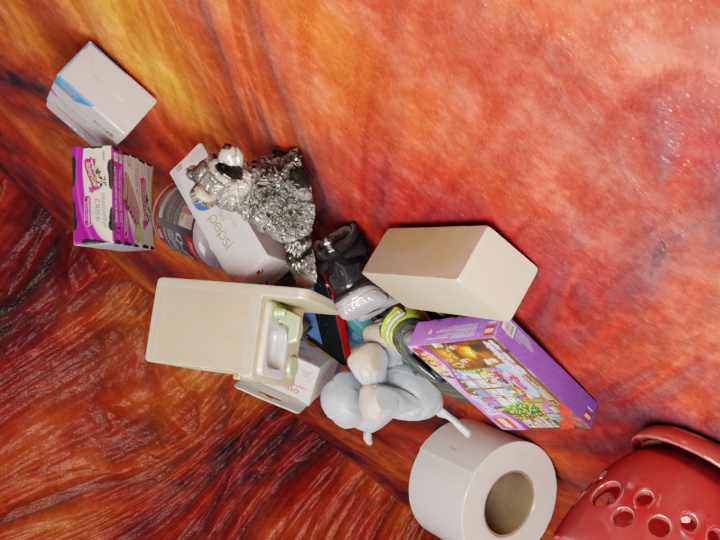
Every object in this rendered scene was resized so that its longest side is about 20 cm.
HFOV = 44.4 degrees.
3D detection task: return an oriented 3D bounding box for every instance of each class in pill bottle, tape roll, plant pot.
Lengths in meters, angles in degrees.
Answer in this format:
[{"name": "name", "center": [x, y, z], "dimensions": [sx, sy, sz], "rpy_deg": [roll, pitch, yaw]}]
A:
[{"name": "pill bottle", "center": [-0.219, -0.066, 1.326], "dimensions": [0.200, 0.116, 0.116], "rpy_deg": [20, 156, 48]}, {"name": "tape roll", "center": [0.197, 0.354, 1.424], "dimensions": [0.203, 0.203, 0.139], "rpy_deg": [47, 162, -28]}, {"name": "plant pot", "center": [0.335, 0.280, 0.954], "dimensions": [0.200, 0.183, 0.201], "rpy_deg": [34, 164, 11]}]

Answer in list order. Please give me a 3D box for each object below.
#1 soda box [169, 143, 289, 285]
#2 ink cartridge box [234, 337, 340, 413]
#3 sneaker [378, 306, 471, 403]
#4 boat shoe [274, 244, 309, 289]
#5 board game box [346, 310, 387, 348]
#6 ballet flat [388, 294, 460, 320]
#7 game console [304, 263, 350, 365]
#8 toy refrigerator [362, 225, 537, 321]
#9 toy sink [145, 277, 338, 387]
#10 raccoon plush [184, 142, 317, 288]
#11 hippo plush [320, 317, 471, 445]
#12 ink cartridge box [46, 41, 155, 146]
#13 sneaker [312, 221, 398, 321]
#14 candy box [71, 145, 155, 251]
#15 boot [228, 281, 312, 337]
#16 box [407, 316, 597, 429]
[{"name": "soda box", "center": [-0.167, -0.068, 1.140], "dimensions": [0.200, 0.064, 0.068], "rpy_deg": [57, -163, 26]}, {"name": "ink cartridge box", "center": [-0.106, 0.145, 1.386], "dimensions": [0.115, 0.068, 0.200], "rpy_deg": [21, -165, 10]}, {"name": "sneaker", "center": [0.109, 0.127, 1.163], "dimensions": [0.200, 0.074, 0.081], "rpy_deg": [35, -172, -29]}, {"name": "boat shoe", "center": [-0.114, -0.025, 1.237], "dimensions": [0.068, 0.072, 0.201], "rpy_deg": [40, 140, 39]}, {"name": "board game box", "center": [0.042, 0.117, 1.384], "dimensions": [0.200, 0.047, 0.151], "rpy_deg": [38, 163, 2]}, {"name": "ballet flat", "center": [0.103, 0.066, 1.096], "dimensions": [0.200, 0.057, 0.066], "rpy_deg": [46, 160, -25]}, {"name": "game console", "center": [-0.091, 0.039, 1.351], "dimensions": [0.200, 0.031, 0.177], "rpy_deg": [32, 139, 43]}, {"name": "toy refrigerator", "center": [0.089, -0.002, 0.927], "dimensions": [0.076, 0.070, 0.200], "rpy_deg": [37, 166, -22]}, {"name": "toy sink", "center": [-0.139, 0.080, 1.082], "dimensions": [0.199, 0.112, 0.130], "rpy_deg": [4, 171, 19]}, {"name": "raccoon plush", "center": [-0.123, -0.054, 1.017], "dimensions": [0.097, 0.134, 0.201], "rpy_deg": [-137, 36, -67]}, {"name": "hippo plush", "center": [0.032, 0.161, 1.274], "dimensions": [0.200, 0.160, 0.161], "rpy_deg": [16, 154, -33]}, {"name": "ink cartridge box", "center": [-0.371, -0.237, 1.245], "dimensions": [0.115, 0.068, 0.200], "rpy_deg": [42, 163, -18]}, {"name": "sneaker", "center": [0.000, 0.000, 1.120], "dimensions": [0.114, 0.075, 0.200], "rpy_deg": [65, -169, 7]}, {"name": "candy box", "center": [-0.356, -0.100, 1.288], "dimensions": [0.061, 0.137, 0.200], "rpy_deg": [-2, 179, 2]}, {"name": "boot", "center": [-0.170, 0.079, 1.283], "dimensions": [0.132, 0.200, 0.070], "rpy_deg": [65, 155, 0]}, {"name": "box", "center": [0.171, 0.126, 1.058], "dimensions": [0.200, 0.039, 0.137], "rpy_deg": [42, 148, -28]}]
